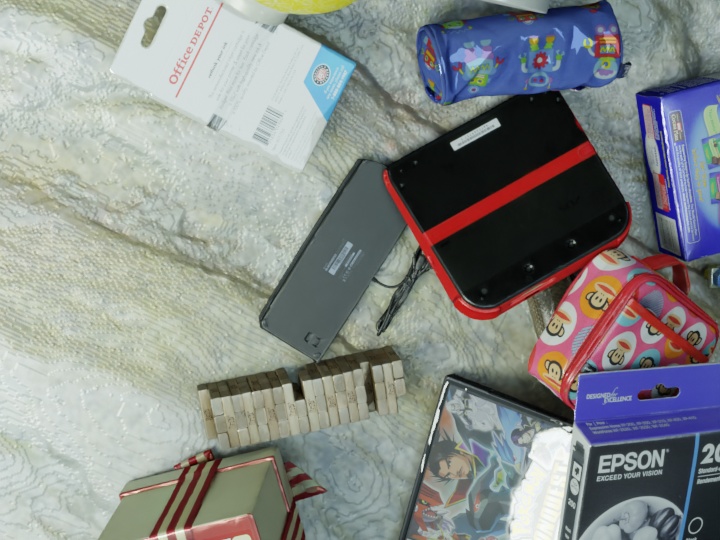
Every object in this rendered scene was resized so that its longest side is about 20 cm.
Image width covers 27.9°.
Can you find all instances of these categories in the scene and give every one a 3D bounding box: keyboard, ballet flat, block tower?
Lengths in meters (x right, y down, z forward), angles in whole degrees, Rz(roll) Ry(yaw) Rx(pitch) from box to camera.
[{"bbox_3d":[0.000,0.000,1.418,0.126,0.021,0.201,32,95,-11],"label":"keyboard"},{"bbox_3d":[0.191,0.027,1.457,0.067,0.046,0.202,-29,112,-15],"label":"ballet flat"},{"bbox_3d":[-0.056,0.125,1.414,0.198,0.058,0.055,-11,104,-9],"label":"block tower"}]

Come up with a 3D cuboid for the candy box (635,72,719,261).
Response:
[{"bbox_3d":[0.389,-0.117,1.447,0.198,0.077,0.171,-13,104,-8],"label":"candy box"}]

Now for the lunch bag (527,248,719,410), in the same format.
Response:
[{"bbox_3d":[0.267,0.067,1.424,0.199,0.082,0.177,30,94,-47],"label":"lunch bag"}]

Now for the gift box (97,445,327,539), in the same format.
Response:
[{"bbox_3d":[-0.124,0.283,1.364,0.198,0.187,0.187,-10,103,6],"label":"gift box"}]

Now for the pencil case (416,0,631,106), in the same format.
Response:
[{"bbox_3d":[0.152,-0.203,1.375,0.198,0.078,0.088,-9,118,-11],"label":"pencil case"}]

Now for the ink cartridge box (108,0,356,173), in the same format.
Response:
[{"bbox_3d":[-0.120,-0.187,1.323,0.199,0.068,0.117,27,95,-17],"label":"ink cartridge box"}]

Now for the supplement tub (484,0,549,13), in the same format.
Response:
[{"bbox_3d":[0.132,-0.344,1.303,0.143,0.145,0.202,10,100,-14],"label":"supplement tub"}]

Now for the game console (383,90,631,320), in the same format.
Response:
[{"bbox_3d":[0.145,-0.066,1.392,0.199,0.031,0.178,-29,78,-10],"label":"game console"}]

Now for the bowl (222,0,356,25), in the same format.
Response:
[{"bbox_3d":[-0.075,-0.280,1.261,0.199,0.201,0.108,26,116,-16],"label":"bowl"}]

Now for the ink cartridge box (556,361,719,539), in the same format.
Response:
[{"bbox_3d":[0.284,0.192,1.387,0.196,0.043,0.202,-3,107,-26],"label":"ink cartridge box"}]

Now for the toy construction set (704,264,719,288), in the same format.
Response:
[{"bbox_3d":[0.464,0.015,1.491,0.198,0.092,0.132,-25,108,5],"label":"toy construction set"}]

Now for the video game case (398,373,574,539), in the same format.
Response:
[{"bbox_3d":[0.139,0.228,1.440,0.179,0.025,0.202,20,100,25],"label":"video game case"}]
